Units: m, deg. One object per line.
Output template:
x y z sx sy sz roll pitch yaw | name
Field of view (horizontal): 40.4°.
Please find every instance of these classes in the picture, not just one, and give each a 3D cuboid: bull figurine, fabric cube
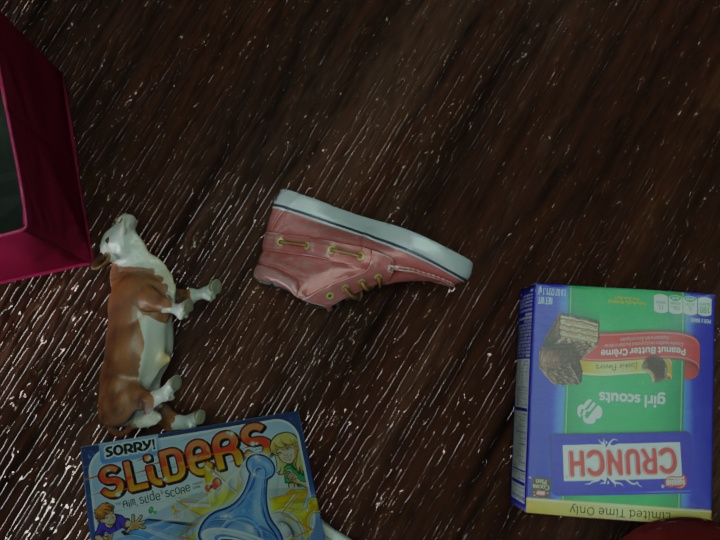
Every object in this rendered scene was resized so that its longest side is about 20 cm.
-0.193 0.052 0.891 0.119 0.065 0.205 5 91 33 | bull figurine
-0.363 -0.095 0.850 0.192 0.199 0.204 -12 84 0 | fabric cube

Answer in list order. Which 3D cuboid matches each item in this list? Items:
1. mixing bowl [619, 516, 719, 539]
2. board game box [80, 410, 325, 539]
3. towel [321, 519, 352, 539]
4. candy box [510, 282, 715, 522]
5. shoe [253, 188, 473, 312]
0.276 0.281 0.828 0.195 0.202 0.110 4 49 1 | mixing bowl
-0.136 0.207 0.852 0.196 0.035 0.138 -7 67 -18 | board game box
-0.101 0.263 0.868 0.198 0.024 0.148 33 60 1 | towel
0.226 0.120 0.884 0.165 0.077 0.205 3 85 0 | candy box
0.000 0.000 0.905 0.196 0.071 0.093 19 85 8 | shoe
